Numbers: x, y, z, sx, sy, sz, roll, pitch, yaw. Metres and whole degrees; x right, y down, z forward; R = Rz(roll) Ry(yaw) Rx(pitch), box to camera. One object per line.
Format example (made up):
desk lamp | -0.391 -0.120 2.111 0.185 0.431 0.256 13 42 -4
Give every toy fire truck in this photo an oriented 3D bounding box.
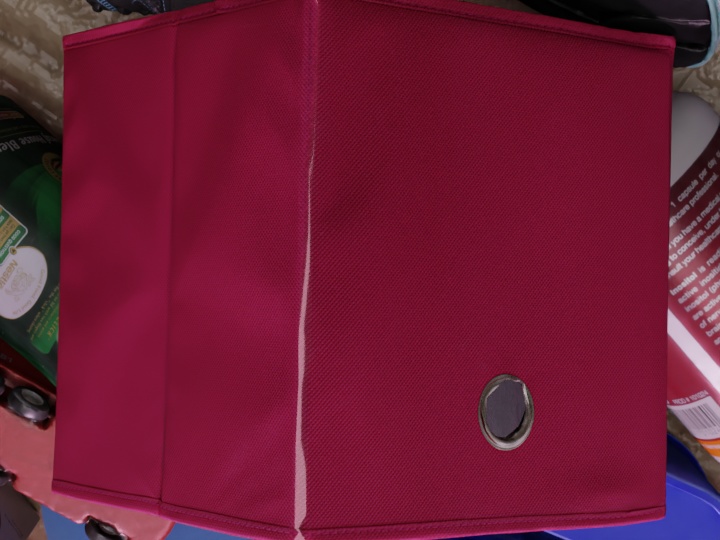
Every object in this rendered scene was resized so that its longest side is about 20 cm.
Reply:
toy fire truck | -0.178 0.057 0.869 0.199 0.141 0.049 31 105 -12

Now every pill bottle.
pill bottle | 0.155 -0.011 0.820 0.113 0.113 0.200 -40 98 14

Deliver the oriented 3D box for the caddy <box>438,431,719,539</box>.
caddy | 0.103 0.138 0.869 0.199 0.105 0.142 25 97 -19

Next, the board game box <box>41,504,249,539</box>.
board game box | -0.083 0.104 0.895 0.157 0.039 0.201 24 94 31

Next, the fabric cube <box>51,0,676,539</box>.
fabric cube | 0.000 0.000 0.709 0.195 0.199 0.201 3 88 -37

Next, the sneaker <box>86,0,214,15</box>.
sneaker | -0.093 -0.154 0.840 0.200 0.073 0.082 42 129 -6

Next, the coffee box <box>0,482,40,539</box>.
coffee box | -0.272 0.095 0.894 0.080 0.113 0.201 -32 99 13

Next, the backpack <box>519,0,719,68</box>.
backpack | 0.102 -0.188 0.729 0.200 0.176 0.153 42 85 15

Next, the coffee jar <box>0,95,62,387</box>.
coffee jar | -0.144 0.002 0.837 0.200 0.104 0.086 40 107 9
